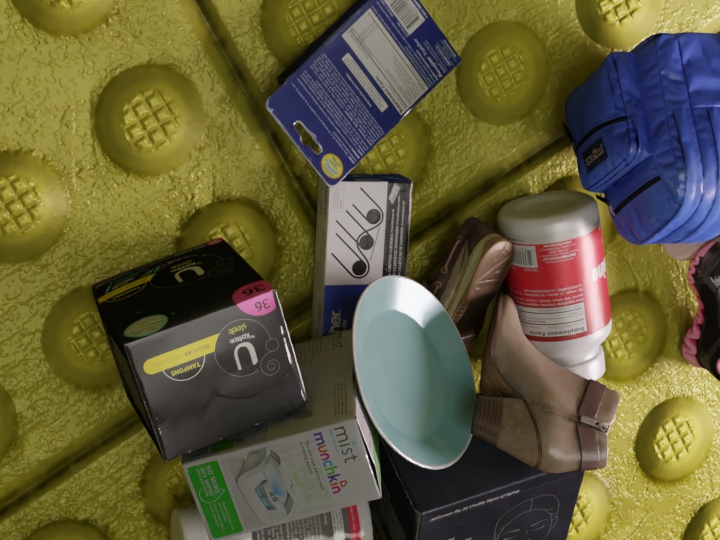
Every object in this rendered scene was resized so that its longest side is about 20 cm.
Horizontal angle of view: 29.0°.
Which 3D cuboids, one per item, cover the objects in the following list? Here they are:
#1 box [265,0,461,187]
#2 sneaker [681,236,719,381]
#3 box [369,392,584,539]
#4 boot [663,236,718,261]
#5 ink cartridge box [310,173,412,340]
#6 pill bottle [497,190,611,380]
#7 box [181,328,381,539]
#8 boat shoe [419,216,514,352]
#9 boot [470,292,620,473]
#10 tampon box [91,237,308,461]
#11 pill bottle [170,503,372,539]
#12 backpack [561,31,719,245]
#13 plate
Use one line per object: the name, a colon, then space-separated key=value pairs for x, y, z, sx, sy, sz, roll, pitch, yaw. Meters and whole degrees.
box: x=-0.001 y=-0.195 z=1.426 sx=0.200 sy=0.032 sz=0.121 roll=-46 pitch=115 yaw=-13
sneaker: x=0.427 y=0.052 z=1.603 sx=0.078 sy=0.096 sz=0.201 roll=-16 pitch=128 yaw=-12
box: x=0.122 y=0.242 z=1.508 sx=0.199 sy=0.124 sz=0.197 roll=-15 pitch=142 yaw=-16
boot: x=0.434 y=-0.091 z=1.610 sx=0.090 sy=0.073 sz=0.201 roll=19 pitch=109 yaw=-42
ink cartridge box: x=0.000 y=0.000 z=1.482 sx=0.093 sy=0.044 sz=0.202 roll=-2 pitch=105 yaw=-18
pill bottle: x=0.217 y=0.022 z=1.532 sx=0.111 sy=0.112 sz=0.202 roll=-16 pitch=110 yaw=-16
box: x=-0.074 y=0.157 z=1.386 sx=0.175 sy=0.200 sz=0.097 roll=-15 pitch=112 yaw=4
boat shoe: x=0.095 y=0.033 z=1.518 sx=0.072 sy=0.072 sz=0.201 roll=-5 pitch=129 yaw=-44
boot: x=0.196 y=0.120 z=1.445 sx=0.145 sy=0.201 sz=0.070 roll=11 pitch=145 yaw=4
tampon box: x=-0.161 y=0.071 z=1.355 sx=0.149 sy=0.200 sz=0.127 roll=-21 pitch=111 yaw=-14
pill bottle: x=-0.096 y=0.280 z=1.476 sx=0.198 sy=0.111 sz=0.112 roll=-5 pitch=106 yaw=-19
backpack: x=0.313 y=-0.126 z=1.470 sx=0.166 sy=0.163 sz=0.202 roll=-6 pitch=72 yaw=-18
plate: x=0.049 y=0.103 z=1.402 sx=0.200 sy=0.025 sz=0.202 roll=27 pitch=53 yaw=-42
